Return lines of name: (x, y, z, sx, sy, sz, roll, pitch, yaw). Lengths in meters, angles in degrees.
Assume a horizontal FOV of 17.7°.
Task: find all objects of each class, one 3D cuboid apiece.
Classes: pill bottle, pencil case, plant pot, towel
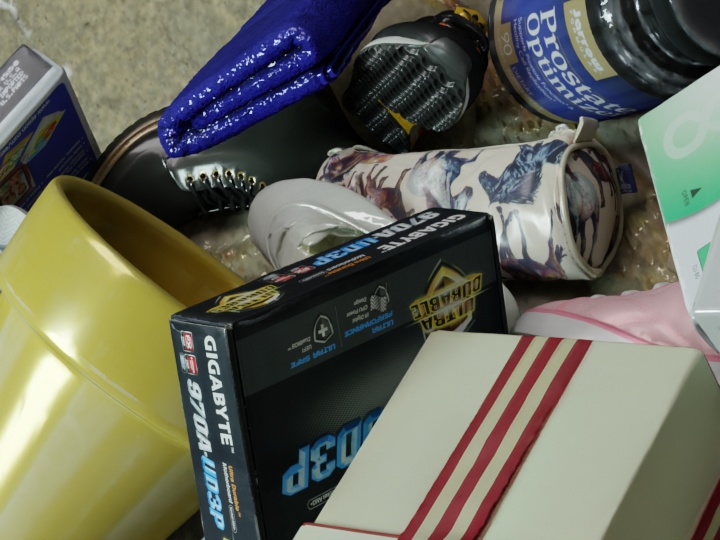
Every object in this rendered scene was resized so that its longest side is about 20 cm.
pill bottle: (0.160, -0.147, 1.307, 0.112, 0.112, 0.200, -53, 15, -16)
pencil case: (0.061, -0.039, 1.360, 0.199, 0.078, 0.090, -1, 79, 38)
plant pot: (-0.148, 0.079, 1.344, 0.189, 0.200, 0.201, -53, 38, 8)
towel: (-0.035, -0.148, 1.452, 0.147, 0.050, 0.200, -32, 14, 38)

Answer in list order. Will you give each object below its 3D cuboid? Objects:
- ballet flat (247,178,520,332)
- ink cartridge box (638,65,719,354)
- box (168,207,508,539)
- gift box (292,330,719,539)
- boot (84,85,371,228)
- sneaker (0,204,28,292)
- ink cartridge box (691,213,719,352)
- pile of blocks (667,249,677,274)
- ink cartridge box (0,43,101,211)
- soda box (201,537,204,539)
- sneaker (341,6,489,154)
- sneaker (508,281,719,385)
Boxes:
ballet flat: (0.000, 0.000, 1.324, 0.199, 0.070, 0.070, 27, 71, 30)
ink cartridge box: (0.239, -0.066, 1.138, 0.199, 0.050, 0.162, -36, 34, 23)
box: (-0.002, 0.070, 1.177, 0.046, 0.160, 0.199, 7, 21, 43)
gift box: (0.076, 0.156, 1.093, 0.199, 0.185, 0.187, -3, 42, 41)
boot: (-0.089, -0.052, 1.504, 0.200, 0.078, 0.138, -41, 44, 1)
sneaker: (-0.203, 0.064, 1.478, 0.080, 0.115, 0.201, 15, 93, 36)
ink cartridge box: (0.259, 0.041, 1.033, 0.144, 0.200, 0.085, -2, 54, 38)
pile of blocks: (0.223, -0.084, 1.273, 0.200, 0.082, 0.062, -48, 40, -9)
ink cartridge box: (-0.249, -0.025, 1.507, 0.047, 0.200, 0.198, 35, 75, 15)
soda box: (-0.020, 0.133, 1.269, 0.063, 0.068, 0.200, 20, 66, 47)
sneaker: (0.046, -0.132, 1.408, 0.090, 0.070, 0.200, -49, 3, -13)
sneaker: (0.178, 0.032, 1.210, 0.199, 0.076, 0.105, 11, 55, 43)
